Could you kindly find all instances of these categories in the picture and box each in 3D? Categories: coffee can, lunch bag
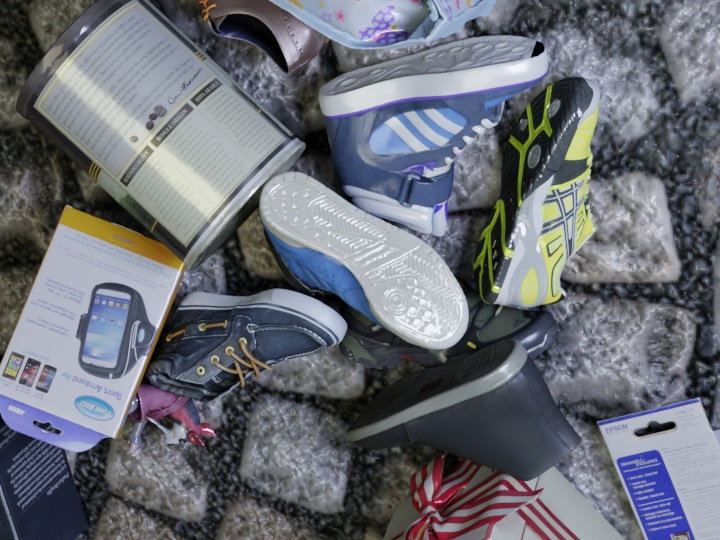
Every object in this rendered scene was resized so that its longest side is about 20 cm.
[{"bbox_3d":[-0.167,-0.120,1.350,0.200,0.146,0.146,43,120,0],"label":"coffee can"},{"bbox_3d":[0.005,-0.250,1.217,0.200,0.170,0.127,34,117,8],"label":"lunch bag"}]

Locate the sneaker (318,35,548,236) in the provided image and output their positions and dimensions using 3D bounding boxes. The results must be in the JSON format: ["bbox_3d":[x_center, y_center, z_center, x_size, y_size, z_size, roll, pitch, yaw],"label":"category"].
[{"bbox_3d":[0.072,-0.102,1.311,0.199,0.081,0.147,-10,116,21],"label":"sneaker"}]

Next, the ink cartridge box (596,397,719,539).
[{"bbox_3d":[0.283,0.200,1.373,0.094,0.037,0.200,-17,107,27],"label":"ink cartridge box"}]

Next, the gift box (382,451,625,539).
[{"bbox_3d":[0.122,0.250,1.379,0.187,0.185,0.200,45,116,-11],"label":"gift box"}]

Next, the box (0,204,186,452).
[{"bbox_3d":[-0.242,0.057,1.420,0.119,0.041,0.200,22,85,-2],"label":"box"}]

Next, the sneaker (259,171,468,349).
[{"bbox_3d":[0.001,-0.001,1.335,0.200,0.111,0.077,34,79,3],"label":"sneaker"}]

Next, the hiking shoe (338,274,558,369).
[{"bbox_3d":[0.068,0.033,1.363,0.199,0.076,0.101,0,115,22],"label":"hiking shoe"}]

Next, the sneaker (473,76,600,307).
[{"bbox_3d":[0.156,-0.063,1.304,0.076,0.075,0.200,11,115,-20],"label":"sneaker"}]

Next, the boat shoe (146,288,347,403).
[{"bbox_3d":[-0.100,0.072,1.404,0.200,0.091,0.071,-2,143,44],"label":"boat shoe"}]

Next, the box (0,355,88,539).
[{"bbox_3d":[-0.404,0.200,1.588,0.199,0.124,0.197,-6,108,23],"label":"box"}]

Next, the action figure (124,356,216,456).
[{"bbox_3d":[-0.213,0.093,1.503,0.200,0.134,0.149,33,83,-3],"label":"action figure"}]

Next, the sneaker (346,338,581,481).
[{"bbox_3d":[0.080,0.137,1.325,0.200,0.075,0.106,-24,108,43],"label":"sneaker"}]

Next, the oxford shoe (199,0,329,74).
[{"bbox_3d":[-0.112,-0.239,1.309,0.200,0.073,0.071,36,158,4],"label":"oxford shoe"}]
